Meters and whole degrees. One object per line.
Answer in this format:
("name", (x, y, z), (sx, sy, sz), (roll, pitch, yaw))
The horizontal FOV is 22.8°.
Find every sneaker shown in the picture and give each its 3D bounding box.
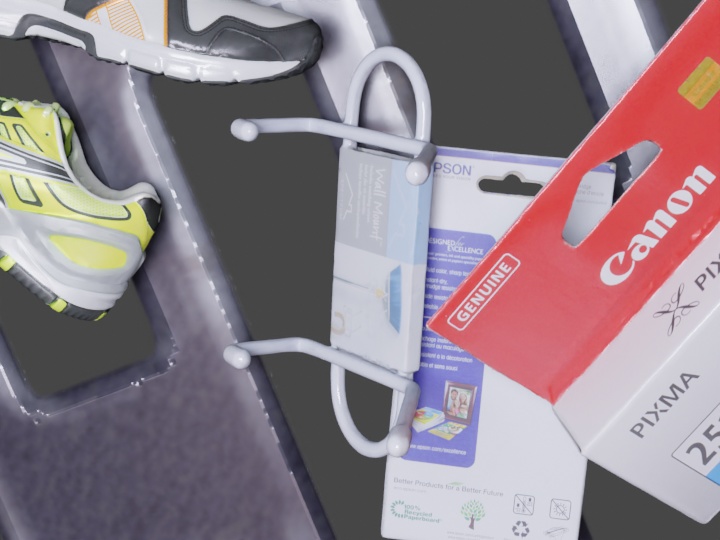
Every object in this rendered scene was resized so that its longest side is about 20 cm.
("sneaker", (-0.112, -0.139, 0.855), (0.200, 0.074, 0.080), (15, 101, 7))
("sneaker", (-0.186, -0.064, 0.888), (0.200, 0.075, 0.076), (40, 97, -10))

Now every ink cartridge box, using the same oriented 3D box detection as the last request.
("ink cartridge box", (0.158, 0.002, 0.803), (0.176, 0.045, 0.200), (31, 106, -32))
("ink cartridge box", (0.068, 0.038, 0.873), (0.099, 0.039, 0.200), (8, 103, 9))

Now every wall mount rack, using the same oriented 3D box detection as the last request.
("wall mount rack", (0.000, 0.000, 0.819), (0.075, 0.174, 0.200), (-5, 103, -34))
